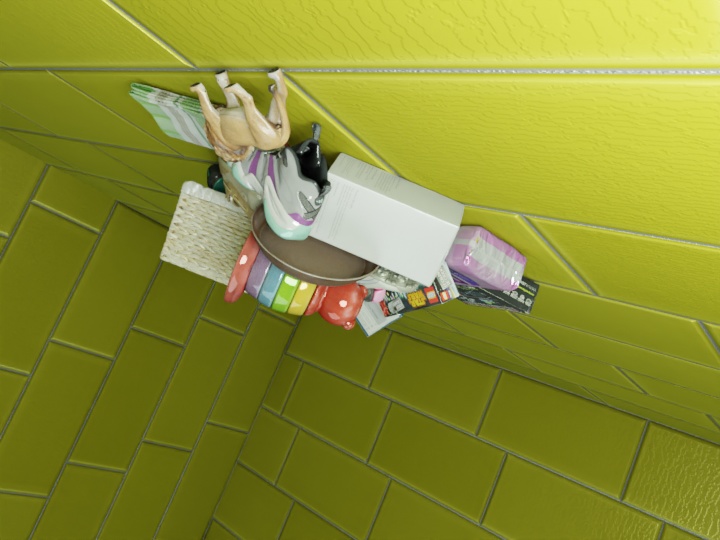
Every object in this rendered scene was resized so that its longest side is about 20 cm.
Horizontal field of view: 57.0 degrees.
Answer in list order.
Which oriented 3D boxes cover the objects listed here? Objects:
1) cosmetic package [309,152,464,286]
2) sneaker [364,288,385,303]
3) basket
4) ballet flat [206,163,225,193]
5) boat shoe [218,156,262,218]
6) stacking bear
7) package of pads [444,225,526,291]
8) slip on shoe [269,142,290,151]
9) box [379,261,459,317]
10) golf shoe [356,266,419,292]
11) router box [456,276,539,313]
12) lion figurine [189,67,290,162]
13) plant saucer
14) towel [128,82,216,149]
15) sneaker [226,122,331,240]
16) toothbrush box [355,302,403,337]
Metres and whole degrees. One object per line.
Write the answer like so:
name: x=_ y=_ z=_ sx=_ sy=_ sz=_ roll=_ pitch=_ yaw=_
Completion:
cosmetic package: x=0.036 y=-0.073 z=0.955 sx=0.200 sy=0.113 sz=0.081 roll=24 pitch=-146 yaw=-2
sneaker: x=-0.021 y=-0.028 z=1.122 sx=0.095 sy=0.200 sz=0.079 roll=-18 pitch=-164 yaw=-20
basket: x=-0.268 y=-0.058 z=1.315 sx=0.200 sy=0.161 sz=0.198 roll=22 pitch=175 yaw=-1
ballet flat: x=-0.240 y=-0.168 z=1.367 sx=0.073 sy=0.073 sz=0.200 roll=17 pitch=176 yaw=38
boat shoe: x=-0.195 y=-0.137 z=1.097 sx=0.074 sy=0.069 sz=0.200 roll=10 pitch=-161 yaw=-32
stacking bear: x=-0.091 y=0.022 z=1.013 sx=0.200 sy=0.122 sz=0.114 roll=23 pitch=157 yaw=-5
package of pads: x=0.165 y=-0.024 z=1.109 sx=0.120 sy=0.076 sz=0.200 roll=31 pitch=169 yaw=-29
slip on shoe: x=-0.101 y=-0.159 z=1.045 sx=0.074 sy=0.061 sz=0.200 roll=25 pitch=162 yaw=39
box: x=0.074 y=0.000 z=1.115 sx=0.200 sy=0.040 sz=0.137 roll=-24 pitch=89 yaw=63
golf shoe: x=0.000 y=0.000 z=1.065 sx=0.200 sy=0.078 sz=0.097 roll=23 pitch=135 yaw=14
router box: x=0.220 y=0.020 z=1.277 sx=0.150 sy=0.062 sz=0.200 roll=27 pitch=171 yaw=-25
lion figurine: x=-0.139 y=-0.182 z=0.822 sx=0.200 sy=0.072 sz=0.123 roll=23 pitch=142 yaw=50
plant saucer: x=-0.067 y=-0.039 z=0.974 sx=0.200 sy=0.035 sz=0.200 roll=16 pitch=-146 yaw=-12
towel: x=-0.259 y=-0.227 z=1.063 sx=0.200 sy=0.031 sz=0.149 roll=19 pitch=163 yaw=20
sneaker: x=-0.101 y=-0.154 z=0.915 sx=0.078 sy=0.140 sz=0.200 roll=-6 pitch=-130 yaw=-50
toothbrush box: x=0.026 y=0.026 z=1.325 sx=0.146 sy=0.085 sz=0.200 roll=57 pitch=-163 yaw=-4
